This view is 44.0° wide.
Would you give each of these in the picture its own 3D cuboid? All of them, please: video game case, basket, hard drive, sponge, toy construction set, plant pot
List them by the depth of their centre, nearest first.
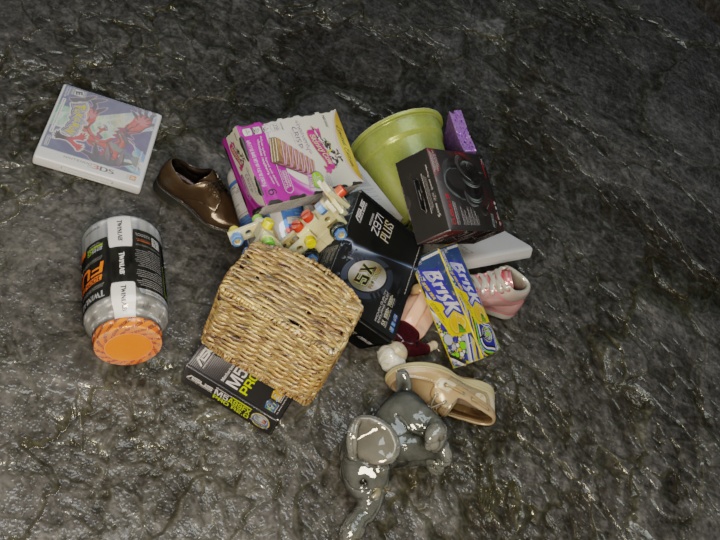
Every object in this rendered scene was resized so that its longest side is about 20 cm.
[{"bbox_3d":[-0.113,0.070,1.310,0.199,0.149,0.143,29,47,1],"label":"basket"},{"bbox_3d":[-0.092,-0.069,1.362,0.131,0.199,0.093,41,27,-39],"label":"toy construction set"},{"bbox_3d":[-0.455,-0.233,1.559,0.181,0.023,0.201,16,45,-15],"label":"video game case"},{"bbox_3d":[0.100,-0.175,1.700,0.199,0.200,0.185,-10,68,-34],"label":"plant pot"},{"bbox_3d":[0.213,-0.047,1.708,0.199,0.027,0.132,-10,31,-33],"label":"hard drive"},{"bbox_3d":[0.186,-0.200,1.744,0.030,0.201,0.112,-8,52,-10],"label":"sponge"}]

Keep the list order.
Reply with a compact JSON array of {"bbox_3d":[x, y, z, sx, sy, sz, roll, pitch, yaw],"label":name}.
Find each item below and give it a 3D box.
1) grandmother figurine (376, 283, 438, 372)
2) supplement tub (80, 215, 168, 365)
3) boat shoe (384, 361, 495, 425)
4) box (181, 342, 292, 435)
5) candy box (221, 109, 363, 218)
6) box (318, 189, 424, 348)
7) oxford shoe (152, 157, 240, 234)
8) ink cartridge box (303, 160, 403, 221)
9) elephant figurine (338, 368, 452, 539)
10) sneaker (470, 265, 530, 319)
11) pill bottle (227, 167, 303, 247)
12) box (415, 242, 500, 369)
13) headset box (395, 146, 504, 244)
[{"bbox_3d":[0.078,0.101,1.517,0.120,0.061,0.200,25,41,7],"label":"grandmother figurine"},{"bbox_3d":[-0.346,0.029,1.309,0.121,0.123,0.201,4,49,-24],"label":"supplement tub"},{"bbox_3d":[0.134,0.202,1.445,0.198,0.071,0.065,15,45,-17],"label":"boat shoe"},{"bbox_3d":[-0.157,0.133,1.373,0.159,0.044,0.200,32,44,1],"label":"box"},{"bbox_3d":[-0.106,-0.175,1.435,0.199,0.061,0.137,-18,83,-38],"label":"candy box"},{"bbox_3d":[0.000,0.000,1.463,0.163,0.086,0.201,37,58,-29],"label":"box"},{"bbox_3d":[-0.254,-0.124,1.523,0.199,0.085,0.073,29,39,-10],"label":"oxford shoe"},{"bbox_3d":[-0.055,-0.118,1.608,0.199,0.084,0.176,-9,53,-42],"label":"ink cartridge box"},{"bbox_3d":[0.023,0.268,1.297,0.199,0.143,0.155,-20,32,-21],"label":"elephant figurine"},{"bbox_3d":[0.217,0.026,1.623,0.198,0.105,0.076,12,52,-18],"label":"sneaker"},{"bbox_3d":[-0.159,-0.126,1.490,0.111,0.112,0.202,-9,79,-34],"label":"pill bottle"},{"bbox_3d":[0.163,0.059,1.533,0.064,0.070,0.202,-17,84,-51],"label":"box"},{"bbox_3d":[0.151,-0.126,1.544,0.199,0.077,0.150,-1,73,-52],"label":"headset box"}]
